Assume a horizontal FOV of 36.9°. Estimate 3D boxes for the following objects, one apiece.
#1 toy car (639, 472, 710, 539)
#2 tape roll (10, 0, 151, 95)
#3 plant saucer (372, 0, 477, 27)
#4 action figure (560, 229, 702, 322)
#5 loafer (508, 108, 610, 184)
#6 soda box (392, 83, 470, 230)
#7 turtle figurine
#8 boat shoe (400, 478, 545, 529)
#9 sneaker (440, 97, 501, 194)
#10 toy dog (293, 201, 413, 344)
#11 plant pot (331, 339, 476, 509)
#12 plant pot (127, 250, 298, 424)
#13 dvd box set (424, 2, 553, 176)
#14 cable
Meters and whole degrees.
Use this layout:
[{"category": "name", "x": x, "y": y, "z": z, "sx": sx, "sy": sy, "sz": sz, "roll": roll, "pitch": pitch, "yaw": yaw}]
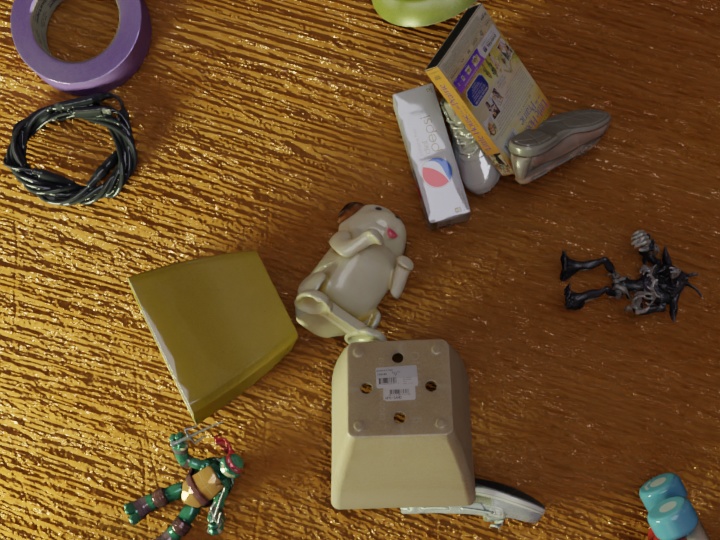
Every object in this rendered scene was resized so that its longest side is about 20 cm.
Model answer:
[{"category": "toy car", "x": 0.385, "y": 0.411, "z": 1.451, "sx": 0.199, "sy": 0.177, "sz": 0.185, "roll": -29, "pitch": 94, "yaw": 11}, {"category": "tape roll", "x": -0.421, "y": -0.370, "z": 1.630, "sx": 0.199, "sy": 0.066, "sz": 0.201, "roll": 0, "pitch": 83, "yaw": 3}, {"category": "plant saucer", "x": 0.104, "y": -0.441, "z": 1.579, "sx": 0.199, "sy": 0.031, "sz": 0.201, "roll": -13, "pitch": 54, "yaw": 18}, {"category": "action figure", "x": 0.388, "y": 0.013, "z": 1.526, "sx": 0.199, "sy": 0.102, "sz": 0.119, "roll": -3, "pitch": 71, "yaw": 4}, {"category": "loafer", "x": 0.284, "y": -0.180, "z": 1.547, "sx": 0.200, "sy": 0.072, "sz": 0.063, "roll": -24, "pitch": 125, "yaw": -36}, {"category": "soda box", "x": 0.103, "y": -0.165, "z": 1.577, "sx": 0.063, "sy": 0.068, "sz": 0.201, "roll": -16, "pitch": 82, "yaw": 1}, {"category": "turtle figurine", "x": -0.229, "y": 0.310, "z": 1.518, "sx": 0.200, "sy": 0.101, "sz": 0.150, "roll": -41, "pitch": 67, "yaw": 13}, {"category": "boat shoe", "x": 0.157, "y": 0.328, "z": 1.513, "sx": 0.201, "sy": 0.074, "sz": 0.065, "roll": 9, "pitch": 89, "yaw": 8}, {"category": "sneaker", "x": 0.151, "y": -0.209, "z": 1.559, "sx": 0.078, "sy": 0.099, "sz": 0.201, "roll": -14, "pitch": 76, "yaw": 28}, {"category": "toy dog", "x": 0.000, "y": 0.000, "z": 1.526, "sx": 0.139, "sy": 0.194, "sz": 0.201, "roll": 31, "pitch": 69, "yaw": -11}, {"category": "plant pot", "x": 0.053, "y": 0.194, "z": 1.447, "sx": 0.199, "sy": 0.177, "sz": 0.201, "roll": -2, "pitch": 60, "yaw": 3}, {"category": "plant pot", "x": -0.197, "y": 0.079, "z": 1.507, "sx": 0.176, "sy": 0.200, "sz": 0.201, "roll": -26, "pitch": 82, "yaw": -12}, {"category": "dvd box set", "x": 0.186, "y": -0.255, "z": 1.527, "sx": 0.200, "sy": 0.029, "sz": 0.147, "roll": 49, "pitch": 56, "yaw": -25}, {"category": "cable", "x": -0.435, "y": -0.175, "z": 1.619, "sx": 0.199, "sy": 0.051, "sz": 0.164, "roll": -14, "pitch": 87, "yaw": -2}]
